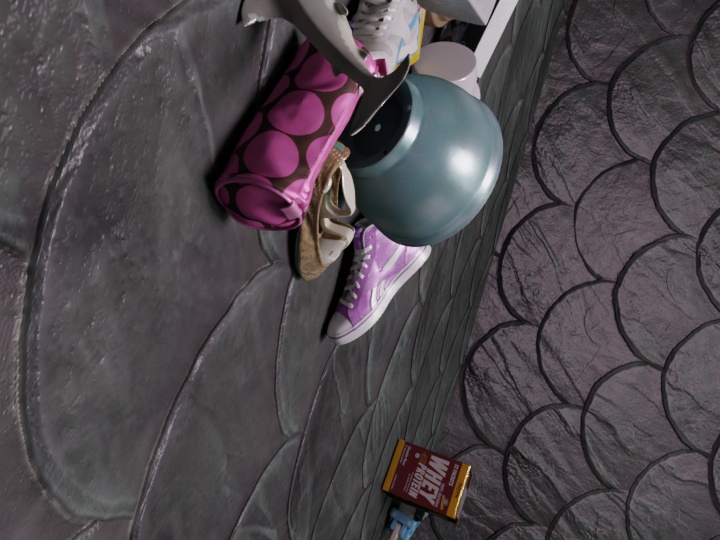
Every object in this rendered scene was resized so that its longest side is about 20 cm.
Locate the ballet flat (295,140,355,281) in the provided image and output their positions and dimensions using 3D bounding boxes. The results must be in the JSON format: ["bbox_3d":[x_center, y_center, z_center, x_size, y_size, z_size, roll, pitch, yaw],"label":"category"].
[{"bbox_3d":[-0.038,-0.059,0.838,0.202,0.064,0.071,91,22,-44],"label":"ballet flat"}]

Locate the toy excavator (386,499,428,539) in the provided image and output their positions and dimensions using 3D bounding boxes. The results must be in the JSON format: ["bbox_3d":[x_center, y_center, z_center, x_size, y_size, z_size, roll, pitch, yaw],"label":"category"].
[{"bbox_3d":[0.105,0.723,2.073,0.203,0.099,0.194,-64,162,-3],"label":"toy excavator"}]

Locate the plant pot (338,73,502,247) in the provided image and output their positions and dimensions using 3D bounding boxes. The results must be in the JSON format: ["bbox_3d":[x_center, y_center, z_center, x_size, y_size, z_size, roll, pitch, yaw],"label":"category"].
[{"bbox_3d":[0.049,-0.146,0.873,0.133,0.198,0.204,27,79,-47],"label":"plant pot"}]

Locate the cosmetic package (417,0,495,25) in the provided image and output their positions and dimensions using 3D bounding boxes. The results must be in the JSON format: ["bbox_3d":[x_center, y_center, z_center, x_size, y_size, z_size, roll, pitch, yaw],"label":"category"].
[{"bbox_3d":[0.087,-0.357,0.843,0.199,0.100,0.075,10,102,-63],"label":"cosmetic package"}]

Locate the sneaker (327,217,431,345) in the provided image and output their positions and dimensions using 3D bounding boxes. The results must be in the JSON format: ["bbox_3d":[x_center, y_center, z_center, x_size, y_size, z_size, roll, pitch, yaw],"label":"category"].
[{"bbox_3d":[0.000,0.000,1.053,0.201,0.072,0.114,-51,120,-11],"label":"sneaker"}]

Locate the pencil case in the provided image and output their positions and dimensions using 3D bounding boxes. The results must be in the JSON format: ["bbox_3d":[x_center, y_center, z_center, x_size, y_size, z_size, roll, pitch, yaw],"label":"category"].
[{"bbox_3d":[-0.050,-0.128,0.680,0.091,0.092,0.202,78,33,-59],"label":"pencil case"}]

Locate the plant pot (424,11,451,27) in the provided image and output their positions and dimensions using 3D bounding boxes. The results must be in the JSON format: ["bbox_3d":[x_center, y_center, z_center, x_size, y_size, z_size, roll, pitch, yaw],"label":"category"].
[{"bbox_3d":[0.151,-0.444,1.055,0.201,0.091,0.205,17,90,-75],"label":"plant pot"}]

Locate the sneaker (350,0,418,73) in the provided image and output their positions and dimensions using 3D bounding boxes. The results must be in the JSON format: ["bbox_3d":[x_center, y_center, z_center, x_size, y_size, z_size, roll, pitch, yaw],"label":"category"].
[{"bbox_3d":[0.014,-0.262,0.821,0.201,0.075,0.082,-62,155,-55],"label":"sneaker"}]

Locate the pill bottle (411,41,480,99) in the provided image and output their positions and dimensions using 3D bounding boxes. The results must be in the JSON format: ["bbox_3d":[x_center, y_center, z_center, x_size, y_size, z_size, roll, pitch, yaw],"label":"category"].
[{"bbox_3d":[0.122,-0.231,1.128,0.202,0.112,0.115,85,27,-51],"label":"pill bottle"}]

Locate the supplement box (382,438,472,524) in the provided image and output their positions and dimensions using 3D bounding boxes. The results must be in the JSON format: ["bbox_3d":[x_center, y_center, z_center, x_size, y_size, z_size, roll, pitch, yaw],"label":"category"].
[{"bbox_3d":[0.177,0.550,1.935,0.201,0.194,0.135,69,41,-66],"label":"supplement box"}]

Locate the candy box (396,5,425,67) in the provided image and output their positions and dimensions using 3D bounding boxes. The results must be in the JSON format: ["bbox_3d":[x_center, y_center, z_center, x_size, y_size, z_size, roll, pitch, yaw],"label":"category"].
[{"bbox_3d":[0.063,-0.361,0.955,0.102,0.026,0.203,-52,153,-54],"label":"candy box"}]

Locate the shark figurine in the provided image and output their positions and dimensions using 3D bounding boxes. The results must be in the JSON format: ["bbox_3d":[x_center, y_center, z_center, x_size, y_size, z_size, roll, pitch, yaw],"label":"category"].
[{"bbox_3d":[-0.047,-0.206,0.606,0.088,0.217,0.128,-28,-177,-13],"label":"shark figurine"}]

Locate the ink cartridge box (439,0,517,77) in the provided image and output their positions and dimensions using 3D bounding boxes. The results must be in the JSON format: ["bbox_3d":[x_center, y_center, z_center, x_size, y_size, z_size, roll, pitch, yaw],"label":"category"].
[{"bbox_3d":[0.193,-0.409,1.138,0.039,0.100,0.202,10,118,-34],"label":"ink cartridge box"}]
